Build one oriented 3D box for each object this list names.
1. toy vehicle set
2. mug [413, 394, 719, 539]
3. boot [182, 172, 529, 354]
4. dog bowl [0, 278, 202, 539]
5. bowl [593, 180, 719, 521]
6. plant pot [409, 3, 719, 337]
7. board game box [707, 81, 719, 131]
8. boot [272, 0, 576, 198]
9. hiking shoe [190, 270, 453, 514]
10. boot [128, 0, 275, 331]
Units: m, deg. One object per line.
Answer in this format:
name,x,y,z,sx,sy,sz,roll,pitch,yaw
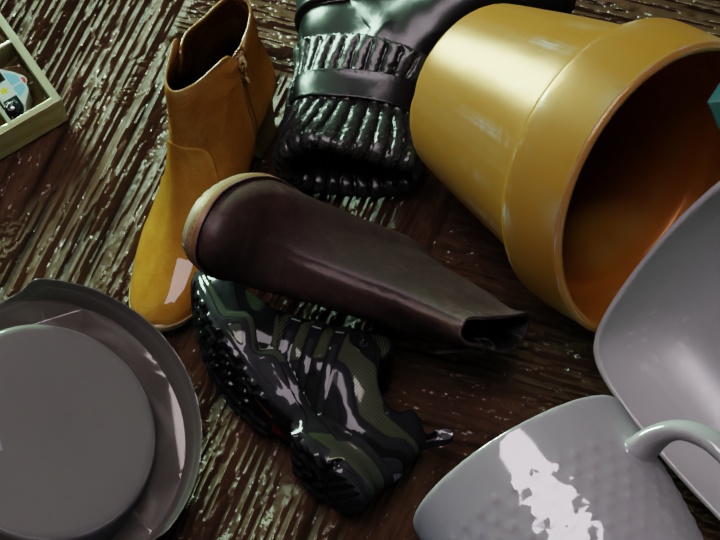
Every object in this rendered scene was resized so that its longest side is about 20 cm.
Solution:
toy vehicle set,-0.312,-0.151,1.874,0.124,0.027,0.200,-32,60,-10
mug,0.154,0.171,1.523,0.200,0.148,0.176,-42,67,24
boot,0.000,0.000,1.641,0.166,0.200,0.073,24,98,32
dog bowl,-0.203,0.108,1.645,0.200,0.059,0.201,6,67,-15
bowl,0.259,0.050,1.580,0.200,0.200,0.075,49,38,15
plant pot,0.136,-0.085,1.682,0.200,0.200,0.183,-43,48,-17
board game box,0.301,-0.108,1.655,0.045,0.152,0.200,-2,38,38
boot,0.046,-0.132,1.775,0.211,0.079,0.158,-9,51,16
hiking shoe,-0.030,0.064,1.686,0.101,0.076,0.200,-30,66,-23
boot,-0.115,-0.074,1.730,0.071,0.144,0.201,16,63,18
